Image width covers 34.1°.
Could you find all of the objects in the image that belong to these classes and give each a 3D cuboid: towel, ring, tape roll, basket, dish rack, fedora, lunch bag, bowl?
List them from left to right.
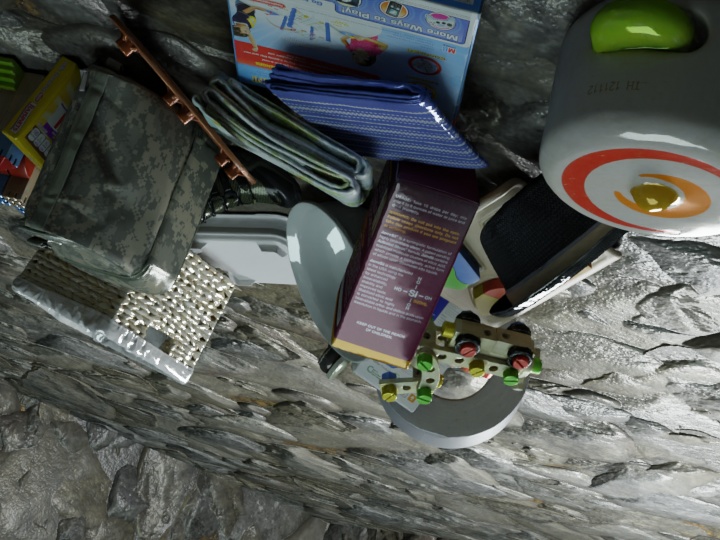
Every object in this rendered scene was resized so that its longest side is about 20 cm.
[{"bbox_3d":[-0.252,-0.095,1.206,0.139,0.201,0.168,17,170,25],"label":"lunch bag"},{"bbox_3d":[-0.310,0.025,1.569,0.199,0.161,0.198,22,167,35],"label":"basket"},{"bbox_3d":[-0.167,-0.153,1.084,0.201,0.019,0.200,50,178,3],"label":"ring"},{"bbox_3d":[-0.133,-0.020,1.554,0.199,0.044,0.172,3,157,33],"label":"dish rack"},{"bbox_3d":[-0.068,-0.118,1.112,0.171,0.048,0.200,32,-179,1],"label":"towel"},{"bbox_3d":[0.000,0.000,1.369,0.090,0.202,0.201,-22,175,-24],"label":"bowl"},{"bbox_3d":[0.019,-0.129,1.009,0.144,0.024,0.200,10,173,22],"label":"towel"},{"bbox_3d":[0.118,0.125,1.518,0.199,0.201,0.066,14,159,6],"label":"tape roll"},{"bbox_3d":[0.184,-0.043,1.132,0.092,0.200,0.201,51,157,1],"label":"fedora"}]

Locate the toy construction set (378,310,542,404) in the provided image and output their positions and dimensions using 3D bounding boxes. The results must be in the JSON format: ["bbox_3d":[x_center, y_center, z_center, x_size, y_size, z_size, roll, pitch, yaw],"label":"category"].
[{"bbox_3d":[0.128,0.104,1.343,0.199,0.092,0.131,2,138,-20],"label":"toy construction set"}]

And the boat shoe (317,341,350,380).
[{"bbox_3d":[-0.012,0.068,1.496,0.061,0.201,0.072,41,125,1],"label":"boat shoe"}]

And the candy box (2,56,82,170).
[{"bbox_3d":[-0.304,-0.137,1.278,0.026,0.102,0.200,27,166,23],"label":"candy box"}]

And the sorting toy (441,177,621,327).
[{"bbox_3d":[0.158,-0.008,1.278,0.200,0.037,0.185,28,133,-36],"label":"sorting toy"}]

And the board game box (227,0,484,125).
[{"bbox_3d":[-0.004,-0.200,0.951,0.199,0.056,0.196,15,161,3],"label":"board game box"}]

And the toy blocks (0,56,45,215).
[{"bbox_3d":[-0.362,-0.122,1.301,0.099,0.137,0.200,13,160,20],"label":"toy blocks"}]

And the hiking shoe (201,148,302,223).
[{"bbox_3d":[-0.167,-0.084,1.319,0.199,0.101,0.076,12,161,9],"label":"hiking shoe"}]

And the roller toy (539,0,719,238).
[{"bbox_3d":[0.235,-0.108,0.893,0.199,0.140,0.182,20,160,-13],"label":"roller toy"}]

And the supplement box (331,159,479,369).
[{"bbox_3d":[0.043,-0.019,1.173,0.085,0.111,0.201,17,119,-7],"label":"supplement box"}]

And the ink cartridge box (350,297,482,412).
[{"bbox_3d":[0.084,0.067,1.429,0.095,0.200,0.037,35,-170,-14],"label":"ink cartridge box"}]
